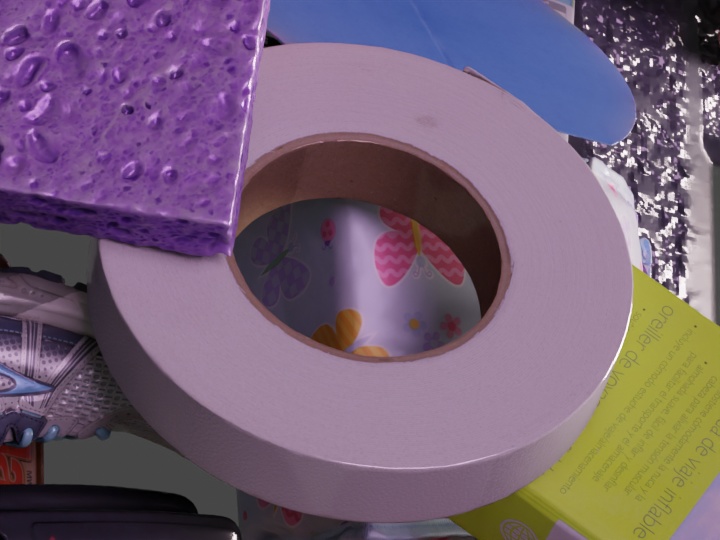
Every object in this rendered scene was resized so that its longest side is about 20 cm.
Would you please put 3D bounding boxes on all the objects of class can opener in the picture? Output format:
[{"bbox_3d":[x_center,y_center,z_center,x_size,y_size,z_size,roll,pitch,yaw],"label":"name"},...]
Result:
[{"bbox_3d":[-0.124,0.090,0.989,0.199,0.063,0.079,13,104,-38],"label":"can opener"}]

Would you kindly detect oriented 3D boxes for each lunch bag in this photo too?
[{"bbox_3d":[0.052,0.038,1.169,0.199,0.127,0.170,6,73,-36],"label":"lunch bag"}]

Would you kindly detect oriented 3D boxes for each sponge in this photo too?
[{"bbox_3d":[-0.135,-0.073,1.006,0.199,0.030,0.112,9,63,0],"label":"sponge"}]

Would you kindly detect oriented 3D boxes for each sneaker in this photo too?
[{"bbox_3d":[-0.143,0.041,1.043,0.199,0.078,0.087,23,74,-16],"label":"sneaker"}]

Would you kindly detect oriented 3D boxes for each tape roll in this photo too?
[{"bbox_3d":[0.000,0.000,1.031,0.202,0.037,0.203,7,50,-8],"label":"tape roll"}]

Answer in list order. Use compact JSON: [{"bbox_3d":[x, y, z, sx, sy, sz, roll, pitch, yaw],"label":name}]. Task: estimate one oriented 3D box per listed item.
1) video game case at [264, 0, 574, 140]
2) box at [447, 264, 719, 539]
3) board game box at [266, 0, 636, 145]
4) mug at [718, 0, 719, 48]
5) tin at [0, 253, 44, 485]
[{"bbox_3d":[0.011,-0.154,1.270,0.199,0.022,0.183,15,67,-26],"label":"video game case"},{"bbox_3d":[0.131,0.089,1.053,0.200,0.048,0.122,36,53,10],"label":"box"},{"bbox_3d":[0.017,-0.092,1.193,0.199,0.039,0.158,13,28,-26],"label":"board game box"},{"bbox_3d":[0.206,-0.213,1.349,0.177,0.133,0.201,6,67,-32],"label":"mug"},{"bbox_3d":[-0.176,0.075,1.065,0.112,0.042,0.201,7,69,-26],"label":"tin"}]
